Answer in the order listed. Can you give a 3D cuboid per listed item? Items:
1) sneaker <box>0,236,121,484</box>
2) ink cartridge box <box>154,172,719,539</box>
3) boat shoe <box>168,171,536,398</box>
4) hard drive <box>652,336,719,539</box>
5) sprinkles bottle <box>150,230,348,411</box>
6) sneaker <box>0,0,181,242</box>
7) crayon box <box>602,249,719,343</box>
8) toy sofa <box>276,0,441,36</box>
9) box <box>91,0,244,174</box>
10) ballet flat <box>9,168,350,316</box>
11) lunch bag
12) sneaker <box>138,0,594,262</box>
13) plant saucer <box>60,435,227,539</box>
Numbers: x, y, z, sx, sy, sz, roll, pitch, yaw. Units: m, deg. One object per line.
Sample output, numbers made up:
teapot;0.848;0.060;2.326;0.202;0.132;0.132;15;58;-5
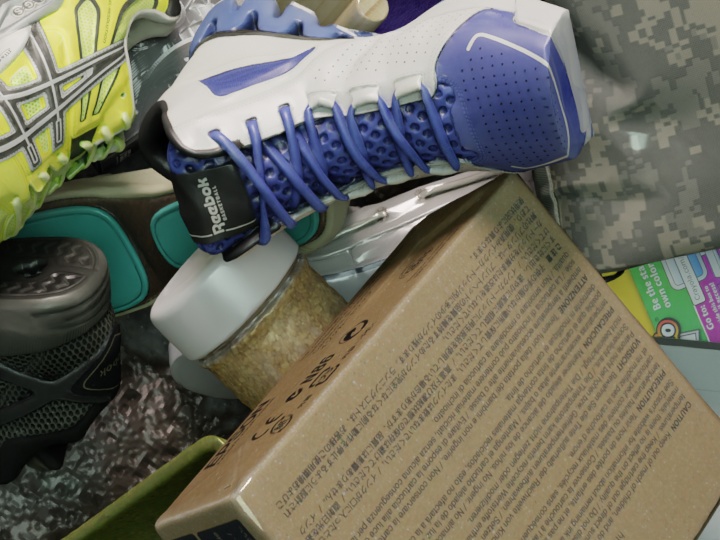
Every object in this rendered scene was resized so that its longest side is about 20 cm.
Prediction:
sneaker;-0.198;0.043;0.806;0.197;0.076;0.115;1;123;16
ink cartridge box;0.043;0.087;0.697;0.165;0.075;0.200;50;54;-10
boat shoe;0.000;0.000;0.835;0.198;0.072;0.066;-22;54;9
hard drive;0.117;0.131;0.817;0.131;0.026;0.202;5;96;18
sprinkles bottle;0.000;0.064;0.766;0.200;0.068;0.068;45;84;-12
sneaker;-0.139;-0.064;0.750;0.076;0.075;0.201;25;69;-7
crayon box;0.165;-0.008;0.852;0.118;0.058;0.202;-22;89;-6
toy sofa;0.053;-0.155;0.808;0.199;0.083;0.098;-36;89;-27
box;-0.118;-0.173;0.840;0.158;0.048;0.201;-35;90;-8
ballet flat;-0.095;-0.021;0.823;0.198;0.069;0.070;-9;87;19
lunch bag;0.135;-0.108;0.739;0.166;0.139;0.202;-20;107;-11
sneaker;-0.013;-0.050;0.700;0.115;0.198;0.081;-52;134;-37
plant saucer;-0.054;0.187;0.780;0.048;0.199;0.201;-27;83;-51
